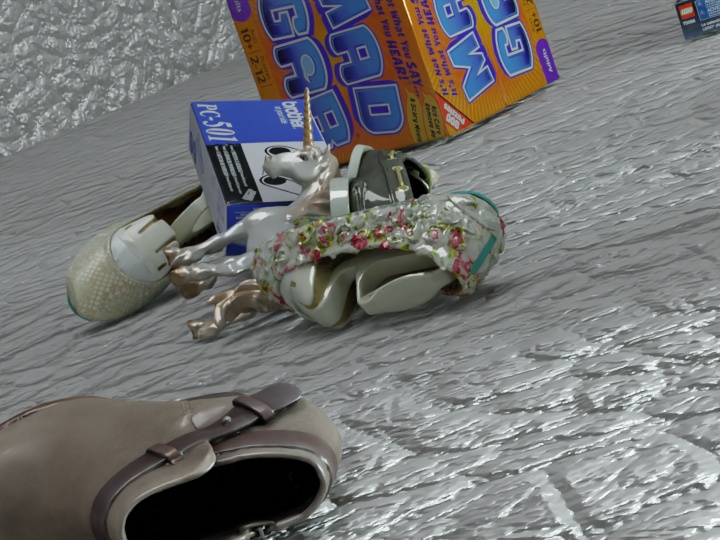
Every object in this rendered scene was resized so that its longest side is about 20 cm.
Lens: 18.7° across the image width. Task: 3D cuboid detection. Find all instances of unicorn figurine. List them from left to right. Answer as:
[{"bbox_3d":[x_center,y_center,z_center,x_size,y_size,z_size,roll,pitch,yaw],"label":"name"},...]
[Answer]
[{"bbox_3d":[-0.065,-0.020,1.489,0.137,0.074,0.200,-22,39,-2],"label":"unicorn figurine"}]

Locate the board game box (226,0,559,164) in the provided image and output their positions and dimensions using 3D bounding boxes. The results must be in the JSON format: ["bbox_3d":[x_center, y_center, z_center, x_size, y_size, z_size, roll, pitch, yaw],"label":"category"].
[{"bbox_3d":[0.029,-0.227,2.059,0.200,0.200,0.200,-12,12,40],"label":"board game box"}]

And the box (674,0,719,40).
[{"bbox_3d":[0.381,-0.274,2.109,0.137,0.040,0.200,-15,11,16],"label":"box"}]

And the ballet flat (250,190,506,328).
[{"bbox_3d":[0.000,0.000,1.315,0.200,0.076,0.064,-17,43,42],"label":"ballet flat"}]

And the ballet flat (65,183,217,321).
[{"bbox_3d":[-0.148,-0.029,1.667,0.200,0.067,0.062,-38,-8,-44],"label":"ballet flat"}]

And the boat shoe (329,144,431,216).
[{"bbox_3d":[0.019,-0.048,1.514,0.060,0.072,0.202,-4,10,8],"label":"boat shoe"}]

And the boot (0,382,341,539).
[{"bbox_3d":[-0.107,0.099,0.973,0.200,0.070,0.146,-21,12,-7],"label":"boot"}]

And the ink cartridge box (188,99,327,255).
[{"bbox_3d":[-0.071,-0.073,1.645,0.094,0.044,0.200,-2,26,-11],"label":"ink cartridge box"}]

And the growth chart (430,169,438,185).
[{"bbox_3d":[-0.040,-0.050,1.776,0.145,0.018,0.200,-28,15,-35],"label":"growth chart"}]
